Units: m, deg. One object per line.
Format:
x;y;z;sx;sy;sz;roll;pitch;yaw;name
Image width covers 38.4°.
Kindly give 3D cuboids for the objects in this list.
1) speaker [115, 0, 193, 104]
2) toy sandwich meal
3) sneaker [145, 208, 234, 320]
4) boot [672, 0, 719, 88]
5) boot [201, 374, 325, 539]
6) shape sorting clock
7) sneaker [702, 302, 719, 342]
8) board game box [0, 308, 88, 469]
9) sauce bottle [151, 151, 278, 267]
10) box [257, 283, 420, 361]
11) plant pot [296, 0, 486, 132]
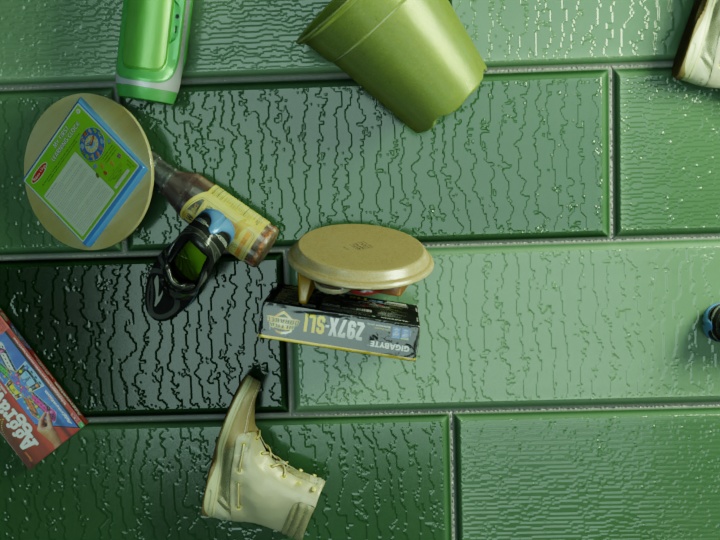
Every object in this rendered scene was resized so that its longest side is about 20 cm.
-0.263;-0.319;1.322;0.087;0.088;0.204;8;96;1;speaker
0.000;0.000;1.292;0.201;0.206;0.071;4;113;1;toy sandwich meal
-0.232;0.000;1.320;0.071;0.083;0.200;41;131;-3;sneaker
0.500;-0.316;1.305;0.152;0.072;0.203;20;101;0;boot
-0.118;0.252;1.379;0.153;0.073;0.203;16;98;1;boot
-0.355;-0.129;1.351;0.196;0.039;0.204;3;100;17;shape sorting clock
0.547;0.068;1.335;0.196;0.083;0.072;-5;96;2;sneaker
-0.472;0.160;1.409;0.102;0.019;0.201;-37;94;6;board game box
-0.203;-0.082;1.354;0.198;0.066;0.067;33;96;2;sauce bottle
-0.023;0.063;1.315;0.196;0.160;0.050;9;96;0;box
0.055;-0.281;1.278;0.200;0.200;0.190;-43;105;5;plant pot
